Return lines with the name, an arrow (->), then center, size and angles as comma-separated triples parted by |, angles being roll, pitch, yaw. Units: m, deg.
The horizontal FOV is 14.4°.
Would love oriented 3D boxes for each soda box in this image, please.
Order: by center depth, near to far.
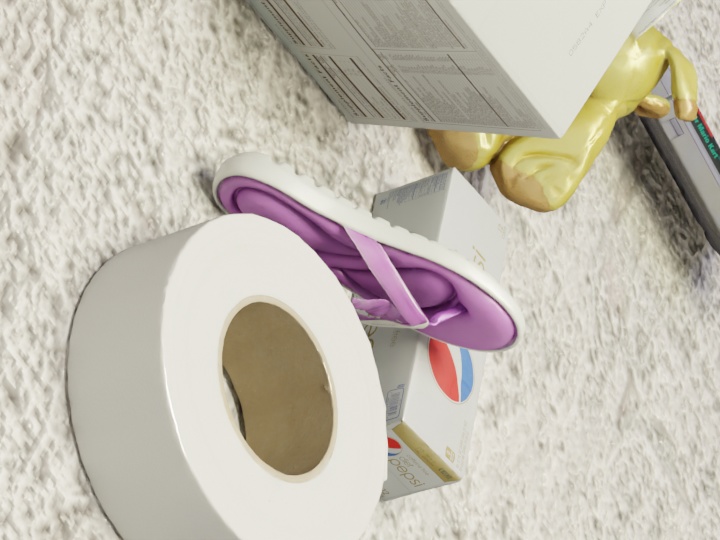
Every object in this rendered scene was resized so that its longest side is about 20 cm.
soda box -> 0.036, 0.038, 1.757 | 0.068, 0.063, 0.201 | 45, 43, -35

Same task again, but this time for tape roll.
tape roll -> -0.070, 0.074, 1.580 | 0.202, 0.071, 0.203 | 30, 51, -46

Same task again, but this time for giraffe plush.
giraffe plush -> 0.135, -0.135, 1.921 | 0.162, 0.199, 0.173 | 29, 36, -86

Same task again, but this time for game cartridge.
game cartridge -> 0.240, -0.086, 2.082 | 0.200, 0.038, 0.130 | 59, -2, -21

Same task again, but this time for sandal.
sandal -> -0.002, 0.004, 1.663 | 0.202, 0.083, 0.050 | 29, 59, 1

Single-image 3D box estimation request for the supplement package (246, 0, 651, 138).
supplement package -> 0.052, -0.188, 1.722 | 0.151, 0.200, 0.152 | 48, 66, -32
